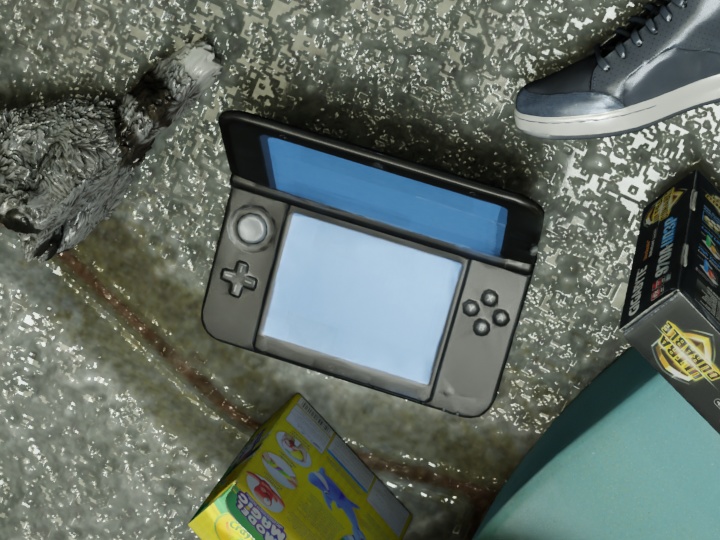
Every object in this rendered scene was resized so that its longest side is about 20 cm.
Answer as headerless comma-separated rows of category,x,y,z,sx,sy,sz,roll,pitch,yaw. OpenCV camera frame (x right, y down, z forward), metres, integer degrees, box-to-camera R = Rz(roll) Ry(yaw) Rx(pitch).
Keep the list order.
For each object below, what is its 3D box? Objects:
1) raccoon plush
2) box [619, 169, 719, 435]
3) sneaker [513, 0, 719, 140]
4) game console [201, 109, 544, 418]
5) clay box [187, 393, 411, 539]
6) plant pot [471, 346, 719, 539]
raccoon plush,-0.199,-0.101,1.285,0.200,0.097,0.134,-43,78,-11
box,0.238,0.053,1.162,0.200,0.159,0.046,44,119,-12
sneaker,0.173,-0.163,1.170,0.202,0.077,0.146,-16,112,5
game console,0.000,0.000,1.234,0.200,0.116,0.176,18,107,7
clay box,-0.036,0.158,1.238,0.048,0.200,0.115,-42,93,18
plant pot,0.172,0.136,1.229,0.200,0.141,0.141,-39,94,28
